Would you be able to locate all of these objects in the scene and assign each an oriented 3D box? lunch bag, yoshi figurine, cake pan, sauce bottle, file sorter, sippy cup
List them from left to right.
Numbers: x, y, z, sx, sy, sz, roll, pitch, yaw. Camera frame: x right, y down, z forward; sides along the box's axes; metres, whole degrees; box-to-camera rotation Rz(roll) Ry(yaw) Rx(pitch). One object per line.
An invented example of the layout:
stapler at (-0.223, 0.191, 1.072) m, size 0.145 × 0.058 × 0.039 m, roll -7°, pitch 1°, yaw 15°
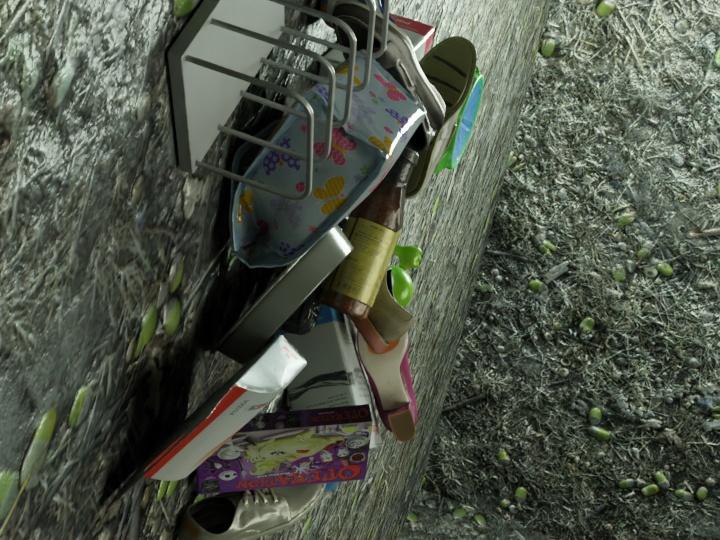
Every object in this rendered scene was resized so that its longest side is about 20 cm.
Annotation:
cake pan at (-0.079, 0.027, 1.374) m, size 0.200 × 0.037 × 0.200 m, roll -46°, pitch -179°, yaw 1°
file sorter at (-0.062, -0.183, 1.103) m, size 0.139 × 0.124 × 0.201 m, roll 95°, pitch 17°, yaw -53°
lunch bag at (-0.049, -0.106, 1.293) m, size 0.200 × 0.127 × 0.170 m, roll -48°, pitch -177°, yaw 30°
sauce bottle at (0.015, -0.045, 1.467) m, size 0.066 × 0.066 × 0.201 m, roll 37°, pitch 76°, yaw -79°
yoshi figurine at (0.020, -0.026, 1.662) m, size 0.112 × 0.111 × 0.202 m, roll -177°, pitch -101°, yaw -75°
sippy cup at (0.087, -0.222, 1.761) m, size 0.178 × 0.129 × 0.141 m, roll -51°, pitch 158°, yaw -60°

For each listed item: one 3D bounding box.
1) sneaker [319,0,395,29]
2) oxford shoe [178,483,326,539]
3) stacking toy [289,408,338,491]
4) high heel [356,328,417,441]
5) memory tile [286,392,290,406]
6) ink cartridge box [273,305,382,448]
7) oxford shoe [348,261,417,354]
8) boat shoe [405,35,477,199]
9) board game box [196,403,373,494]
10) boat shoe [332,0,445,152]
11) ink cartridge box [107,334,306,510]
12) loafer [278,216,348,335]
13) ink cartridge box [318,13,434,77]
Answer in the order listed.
sneaker at (0.026, -0.346, 1.364) m, size 0.075 × 0.087 × 0.202 m, roll -16°, pitch 123°, yaw -75°
oxford shoe at (-0.125, 0.275, 1.520) m, size 0.199 × 0.075 × 0.058 m, roll -22°, pitch 135°, yaw -27°
stacking toy at (-0.049, 0.222, 1.878) m, size 0.110 × 0.116 × 0.200 m, roll -58°, pitch -179°, yaw 18°
high heel at (0.035, 0.114, 1.639) m, size 0.096 × 0.067 × 0.202 m, roll -117°, pitch -172°, yaw -79°
memory tile at (-0.061, 0.099, 1.865) m, size 0.153 × 0.017 × 0.202 m, roll 7°, pitch 101°, yaw -79°
ink cartridge box at (-0.042, 0.129, 1.590) m, size 0.145 × 0.083 × 0.202 m, roll 34°, pitch 42°, yaw -80°
oxford shoe at (0.000, 0.000, 1.563) m, size 0.074 × 0.201 × 0.070 m, roll -32°, pitch 166°, yaw 6°
boat shoe at (0.080, -0.182, 1.528) m, size 0.201 × 0.074 × 0.068 m, roll -65°, pitch 175°, yaw 5°
board game box at (-0.088, 0.204, 1.459) m, size 0.121 × 0.198 × 0.033 m, roll 97°, pitch -14°, yaw -52°
boat shoe at (0.030, -0.203, 1.364) m, size 0.200 × 0.066 × 0.057 m, roll 46°, pitch 52°, yaw -42°
ink cartridge box at (-0.146, 0.158, 1.262) m, size 0.162 × 0.050 × 0.200 m, roll -42°, pitch -175°, yaw 25°
loafer at (-0.062, -0.025, 1.507) m, size 0.068 × 0.070 × 0.202 m, roll 80°, pitch 28°, yaw -76°
ink cartridge box at (0.011, -0.207, 1.530) m, size 0.200 × 0.084 × 0.147 m, roll -56°, pitch 161°, yaw -57°
